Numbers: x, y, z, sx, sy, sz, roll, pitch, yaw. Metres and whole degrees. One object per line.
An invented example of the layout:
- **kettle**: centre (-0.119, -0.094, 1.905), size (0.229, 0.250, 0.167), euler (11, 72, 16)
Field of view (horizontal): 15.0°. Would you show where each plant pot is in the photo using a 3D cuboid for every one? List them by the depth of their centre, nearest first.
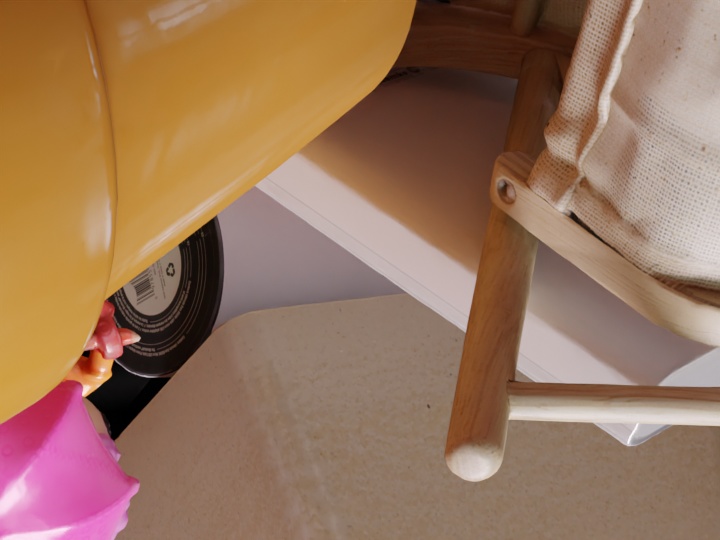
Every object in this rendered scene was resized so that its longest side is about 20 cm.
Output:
- **plant pot**: centre (-0.092, -0.071, 0.685), size (0.183, 0.200, 0.200), euler (-26, 162, -36)
- **plant pot**: centre (0.026, 0.126, 1.005), size (0.200, 0.177, 0.200), euler (-7, 157, -32)

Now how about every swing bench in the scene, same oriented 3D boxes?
- **swing bench**: centre (0.085, -0.083, 0.695), size (0.130, 0.200, 0.199), euler (3, 129, -14)

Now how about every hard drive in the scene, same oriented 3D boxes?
- **hard drive**: centre (0.039, -0.030, 0.810), size (0.132, 0.200, 0.027), euler (-24, 140, -48)

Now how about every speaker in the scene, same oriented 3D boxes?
- **speaker**: centre (0.000, 0.000, 1.025), size (0.200, 0.081, 0.081), euler (0, 148, -42)

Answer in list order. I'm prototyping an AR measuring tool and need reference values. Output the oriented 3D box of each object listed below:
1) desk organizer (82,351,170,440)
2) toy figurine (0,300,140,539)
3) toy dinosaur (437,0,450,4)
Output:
- **desk organizer**: centre (-0.056, 0.073, 1.145), size (0.200, 0.072, 0.077), euler (-4, 148, -38)
- **toy figurine**: centre (-0.123, 0.025, 0.840), size (0.150, 0.184, 0.200), euler (-32, 156, 20)
- **toy dinosaur**: centre (0.050, -0.112, 0.841), size (0.200, 0.077, 0.102), euler (-10, 146, -34)
